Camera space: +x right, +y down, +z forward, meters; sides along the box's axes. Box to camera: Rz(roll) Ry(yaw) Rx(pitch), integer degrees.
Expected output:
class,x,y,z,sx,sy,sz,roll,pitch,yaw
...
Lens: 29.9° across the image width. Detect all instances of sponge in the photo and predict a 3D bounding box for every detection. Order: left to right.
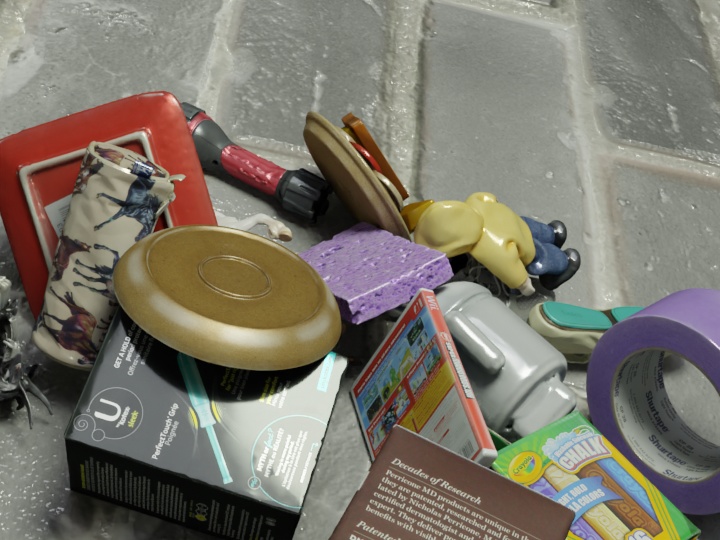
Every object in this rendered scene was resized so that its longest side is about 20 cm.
class,x,y,z,sx,sy,sz,roll,pitch,yaw
sponge,0.000,0.000,1.343,0.111,0.030,0.200,-26,19,-17

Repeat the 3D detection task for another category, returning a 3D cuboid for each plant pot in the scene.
class,x,y,z,sx,sy,sz,roll,pitch,yaw
plant pot,-0.108,0.014,1.139,0.199,0.028,0.200,14,28,-8

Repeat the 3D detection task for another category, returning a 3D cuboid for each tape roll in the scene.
class,x,y,z,sx,sy,sz,roll,pitch,yaw
tape roll,0.318,0.124,1.285,0.085,0.201,0.200,-22,53,-38

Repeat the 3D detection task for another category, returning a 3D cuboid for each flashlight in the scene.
class,x,y,z,sx,sy,sz,roll,pitch,yaw
flashlight,-0.129,-0.120,1.503,0.199,0.068,0.068,27,39,12

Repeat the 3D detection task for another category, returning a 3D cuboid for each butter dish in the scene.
class,x,y,z,sx,sy,sz,roll,pitch,yaw
butter dish,-0.234,-0.057,1.317,0.198,0.201,0.148,-16,6,5

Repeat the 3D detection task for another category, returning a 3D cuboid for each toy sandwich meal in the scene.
class,x,y,z,sx,sy,sz,roll,pitch,yaw
toy sandwich meal,0.012,-0.105,1.460,0.070,0.205,0.205,-37,58,-8

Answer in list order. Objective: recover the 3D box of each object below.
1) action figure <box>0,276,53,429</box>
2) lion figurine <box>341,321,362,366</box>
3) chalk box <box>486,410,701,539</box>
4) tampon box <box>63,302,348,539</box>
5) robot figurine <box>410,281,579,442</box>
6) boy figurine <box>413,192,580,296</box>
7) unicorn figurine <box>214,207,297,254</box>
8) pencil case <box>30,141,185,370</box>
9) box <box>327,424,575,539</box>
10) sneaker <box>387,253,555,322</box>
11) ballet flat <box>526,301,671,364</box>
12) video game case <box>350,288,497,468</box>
class,x,y,z,sx,sy,sz,roll,pitch,yaw
action figure,-0.357,0.062,1.186,0.199,0.103,0.119,24,28,10
lion figurine,-0.086,0.067,1.263,0.123,0.200,0.072,-50,31,-16
chalk box,0.169,0.217,1.181,0.123,0.125,0.200,-19,53,-36
tampon box,-0.130,0.129,1.140,0.199,0.126,0.151,18,60,0
robot figurine,0.118,0.089,1.297,0.113,0.170,0.200,-44,65,-9
boy figurine,0.140,-0.027,1.376,0.199,0.064,0.125,9,47,-41
unicorn figurine,-0.135,-0.011,1.362,0.136,0.074,0.201,10,45,18
pencil case,-0.229,-0.009,1.209,0.089,0.201,0.078,20,8,7
box,0.044,0.267,1.045,0.163,0.167,0.200,24,39,9
sneaker,0.120,0.017,1.425,0.198,0.082,0.075,4,41,-19
ballet flat,0.261,0.072,1.433,0.199,0.070,0.070,8,40,-21
video game case,0.052,0.135,1.220,0.017,0.143,0.201,13,37,-29
